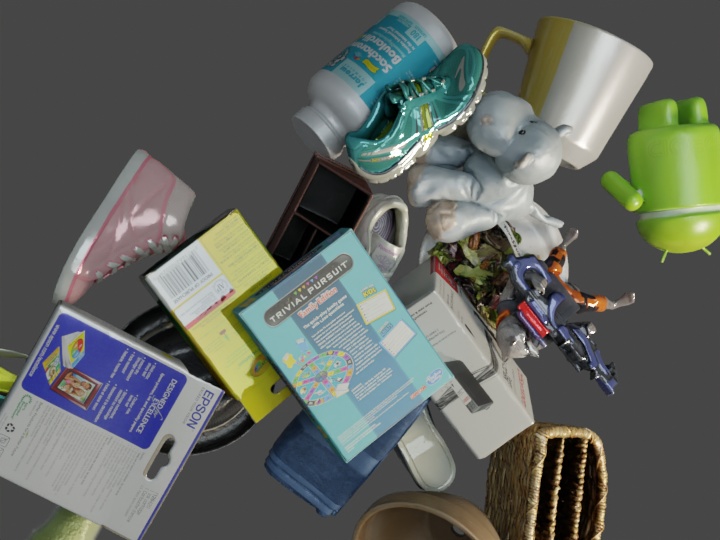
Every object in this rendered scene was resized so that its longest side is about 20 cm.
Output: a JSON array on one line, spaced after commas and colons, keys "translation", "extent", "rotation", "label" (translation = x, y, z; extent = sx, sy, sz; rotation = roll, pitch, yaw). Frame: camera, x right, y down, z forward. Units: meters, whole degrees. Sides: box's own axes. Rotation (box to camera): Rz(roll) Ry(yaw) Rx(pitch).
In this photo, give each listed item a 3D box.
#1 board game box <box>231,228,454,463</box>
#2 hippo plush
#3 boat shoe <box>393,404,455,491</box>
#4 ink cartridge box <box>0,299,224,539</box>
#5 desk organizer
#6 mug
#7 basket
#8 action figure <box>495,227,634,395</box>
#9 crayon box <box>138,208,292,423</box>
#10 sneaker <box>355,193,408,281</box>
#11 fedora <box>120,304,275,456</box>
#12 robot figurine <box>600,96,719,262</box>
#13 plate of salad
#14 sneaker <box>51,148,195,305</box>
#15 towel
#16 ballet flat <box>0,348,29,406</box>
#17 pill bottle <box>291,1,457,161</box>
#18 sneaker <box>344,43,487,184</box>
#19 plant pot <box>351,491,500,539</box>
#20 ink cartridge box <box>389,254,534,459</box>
[{"translation": [-0.018, 0.079, 1.402], "extent": [0.151, 0.047, 0.200], "rotation": [-37, 101, -11], "label": "board game box"}, {"translation": [0.154, -0.113, 1.512], "extent": [0.159, 0.161, 0.200], "rotation": [-40, 86, -29], "label": "hippo plush"}, {"translation": [0.053, 0.169, 1.562], "extent": [0.075, 0.062, 0.200], "rotation": [-31, 99, -16], "label": "boat shoe"}, {"translation": [-0.280, 0.162, 1.401], "extent": [0.200, 0.047, 0.198], "rotation": [29, 95, -14], "label": "ink cartridge box"}, {"translation": [-0.063, -0.025, 1.491], "extent": [0.072, 0.077, 0.200], "rotation": [25, 103, -14], "label": "desk organizer"}, {"translation": [0.246, -0.214, 1.609], "extent": [0.149, 0.186, 0.153], "rotation": [22, 92, -47], "label": "mug"}, {"translation": [0.237, 0.285, 1.568], "extent": [0.142, 0.149, 0.201], "rotation": [9, 85, -16], "label": "basket"}, {"translation": [0.238, 0.060, 1.555], "extent": [0.193, 0.105, 0.200], "rotation": [-30, 86, -34], "label": "action figure"}, {"translation": [-0.130, 0.049, 1.419], "extent": [0.127, 0.051, 0.200], "rotation": [-37, 101, -14], "label": "crayon box"}, {"translation": [0.000, 0.000, 1.532], "extent": [0.075, 0.100, 0.200], "rotation": [22, 84, -17], "label": "sneaker"}, {"translation": [-0.186, 0.122, 1.476], "extent": [0.200, 0.092, 0.201], "rotation": [0, 89, -16], "label": "fedora"}, {"translation": [0.398, -0.113, 1.642], "extent": [0.175, 0.116, 0.201], "rotation": [-7, 91, -21], "label": "robot figurine"}, {"translation": [0.168, -0.002, 1.608], "extent": [0.200, 0.048, 0.201], "rotation": [0, 89, -16], "label": "plate of salad"}, {"translation": [-0.258, -0.029, 1.468], "extent": [0.105, 0.075, 0.200], "rotation": [32, 76, -8], "label": "sneaker"}, {"translation": [-0.016, 0.183, 1.508], "extent": [0.112, 0.049, 0.200], "rotation": [39, 109, 2], "label": "towel"}, {"translation": [-0.364, 0.131, 1.444], "extent": [0.200, 0.067, 0.067], "rotation": [25, 63, -13], "label": "ballet flat"}, {"translation": [0.015, -0.215, 1.535], "extent": [0.200, 0.111, 0.111], "rotation": [-42, 100, -14], "label": "pill bottle"}, {"translation": [0.064, -0.183, 1.465], "extent": [0.200, 0.077, 0.080], "rotation": [-46, 133, -8], "label": "sneaker"}, {"translation": [0.098, 0.329, 1.529], "extent": [0.201, 0.201, 0.093], "rotation": [57, 42, -8], "label": "plant pot"}, {"translation": [0.112, 0.100, 1.526], "extent": [0.084, 0.144, 0.200], "rotation": [-34, 102, 12], "label": "ink cartridge box"}]
